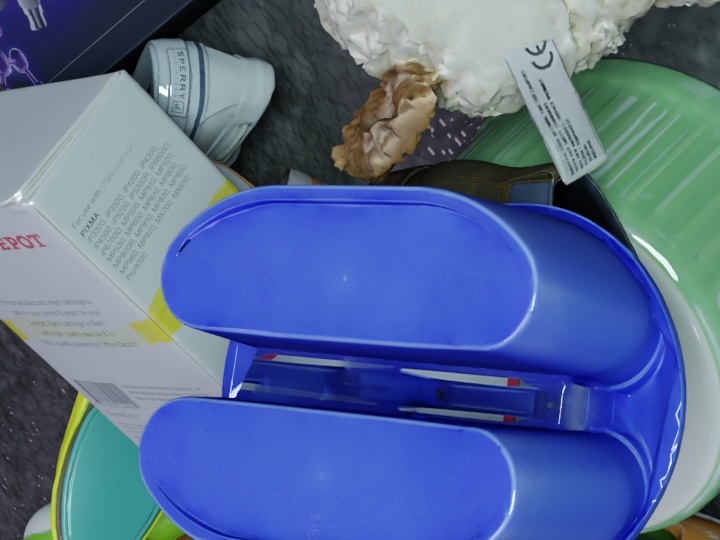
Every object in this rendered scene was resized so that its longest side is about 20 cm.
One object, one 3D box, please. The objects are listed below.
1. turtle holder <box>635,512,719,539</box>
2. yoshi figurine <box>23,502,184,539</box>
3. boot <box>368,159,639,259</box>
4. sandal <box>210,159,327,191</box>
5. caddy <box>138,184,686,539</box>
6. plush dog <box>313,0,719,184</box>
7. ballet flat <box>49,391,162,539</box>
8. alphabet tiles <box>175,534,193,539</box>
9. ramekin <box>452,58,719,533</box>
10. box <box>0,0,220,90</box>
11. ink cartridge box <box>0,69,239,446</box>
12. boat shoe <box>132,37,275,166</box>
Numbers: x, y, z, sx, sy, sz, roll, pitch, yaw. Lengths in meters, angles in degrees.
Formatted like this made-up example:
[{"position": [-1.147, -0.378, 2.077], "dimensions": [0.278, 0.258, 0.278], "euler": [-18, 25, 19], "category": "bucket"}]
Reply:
[{"position": [0.127, 0.188, 0.811], "dimensions": [0.131, 0.141, 0.186], "euler": [37, 145, -5], "category": "turtle holder"}, {"position": [-0.145, 0.148, 1.072], "dimensions": [0.112, 0.113, 0.200], "euler": [25, 130, -31], "category": "yoshi figurine"}, {"position": [0.073, 0.048, 0.673], "dimensions": [0.097, 0.075, 0.201], "euler": [-12, 107, 48], "category": "boot"}, {"position": [-0.003, 0.001, 0.874], "dimensions": [0.206, 0.059, 0.079], "euler": [40, 157, -17], "category": "sandal"}, {"position": [0.016, 0.042, 0.614], "dimensions": [0.199, 0.105, 0.142], "euler": [3, 83, 35], "category": "caddy"}, {"position": [0.033, -0.126, 0.649], "dimensions": [0.199, 0.172, 0.161], "euler": [22, 108, -10], "category": "plush dog"}, {"position": [-0.128, 0.068, 0.955], "dimensions": [0.066, 0.201, 0.067], "euler": [17, 173, -21], "category": "ballet flat"}, {"position": [-0.086, 0.170, 1.088], "dimensions": [0.200, 0.006, 0.166], "euler": [47, 138, 5], "category": "alphabet tiles"}, {"position": [0.104, 0.018, 0.754], "dimensions": [0.199, 0.098, 0.201], "euler": [22, 129, 29], "category": "ramekin"}, {"position": [-0.130, -0.177, 0.844], "dimensions": [0.200, 0.079, 0.141], "euler": [-29, 99, 47], "category": "box"}, {"position": [-0.108, 0.004, 0.828], "dimensions": [0.145, 0.084, 0.200], "euler": [-1, 140, 50], "category": "ink cartridge box"}, {"position": [-0.095, -0.063, 0.891], "dimensions": [0.200, 0.066, 0.074], "euler": [154, 117, -69], "category": "boat shoe"}]
